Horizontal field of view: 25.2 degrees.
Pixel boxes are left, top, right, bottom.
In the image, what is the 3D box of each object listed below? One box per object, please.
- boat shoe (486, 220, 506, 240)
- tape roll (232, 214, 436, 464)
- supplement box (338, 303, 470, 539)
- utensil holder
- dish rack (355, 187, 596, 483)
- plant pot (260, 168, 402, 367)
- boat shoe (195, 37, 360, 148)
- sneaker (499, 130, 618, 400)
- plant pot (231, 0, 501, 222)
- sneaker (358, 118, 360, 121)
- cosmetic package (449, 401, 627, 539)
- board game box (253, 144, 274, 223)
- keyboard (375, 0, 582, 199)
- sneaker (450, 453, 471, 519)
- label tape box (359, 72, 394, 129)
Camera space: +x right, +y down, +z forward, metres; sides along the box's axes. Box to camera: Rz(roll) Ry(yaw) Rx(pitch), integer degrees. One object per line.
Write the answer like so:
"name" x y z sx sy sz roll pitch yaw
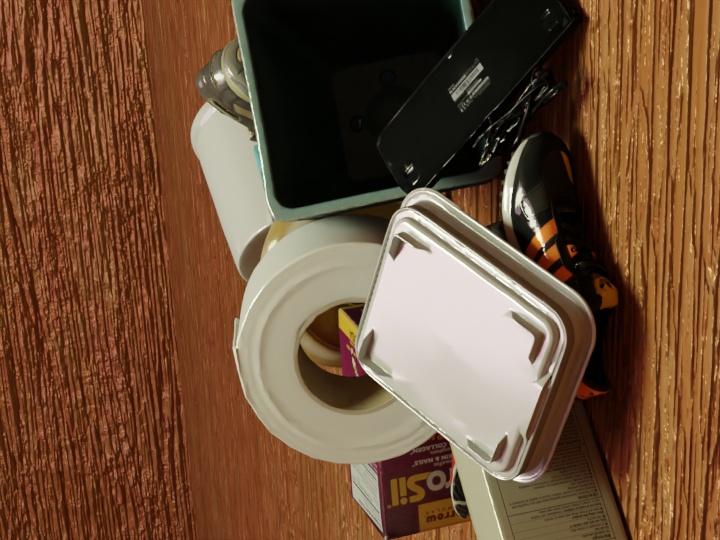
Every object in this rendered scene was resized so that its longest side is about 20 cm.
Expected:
"boat shoe" 0.102 -0.005 1.332 0.200 0.056 0.068 -105 16 -84
"tape roll" -0.006 0.059 1.354 0.071 0.199 0.205 -97 3 -67
"supplement box" 0.058 0.132 1.513 0.103 0.129 0.203 -138 40 -65
"utensil holder" -0.099 -0.104 1.914 0.171 0.168 0.202 101 154 -54
"dish rack" 0.074 0.053 1.211 0.199 0.043 0.173 37 125 31
"plant pot" 0.000 0.000 1.525 0.027 0.198 0.203 -146 48 -61
"boat shoe" -0.075 -0.154 1.491 0.073 0.199 0.075 -13 59 34
"sneaker" 0.158 -0.002 1.200 0.089 0.069 0.203 4 96 46
"plant pot" 0.017 -0.147 1.391 0.200 0.193 0.199 23 -124 -81
"sneaker" -0.037 -0.199 1.565 0.201 0.077 0.091 107 158 -47
"cosmetic package" 0.141 0.181 1.274 0.073 0.102 0.202 108 151 -62
"board game box" -0.053 -0.027 1.635 0.201 0.046 0.153 -116 11 -58
"keyboard" 0.098 -0.130 1.227 0.200 0.039 0.105 -48 51 28
"sneaker" 0.116 0.122 1.424 0.085 0.076 0.203 -121 36 -67
"label tape box" 0.014 -0.197 1.616 0.145 0.062 0.202 104 153 -55
